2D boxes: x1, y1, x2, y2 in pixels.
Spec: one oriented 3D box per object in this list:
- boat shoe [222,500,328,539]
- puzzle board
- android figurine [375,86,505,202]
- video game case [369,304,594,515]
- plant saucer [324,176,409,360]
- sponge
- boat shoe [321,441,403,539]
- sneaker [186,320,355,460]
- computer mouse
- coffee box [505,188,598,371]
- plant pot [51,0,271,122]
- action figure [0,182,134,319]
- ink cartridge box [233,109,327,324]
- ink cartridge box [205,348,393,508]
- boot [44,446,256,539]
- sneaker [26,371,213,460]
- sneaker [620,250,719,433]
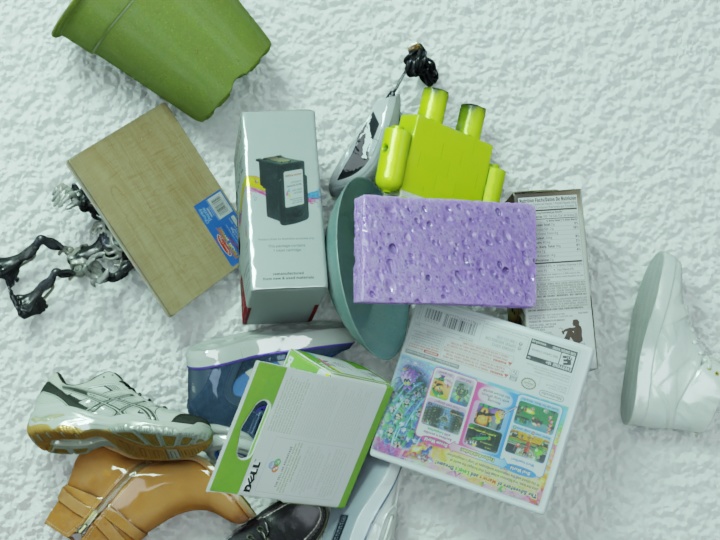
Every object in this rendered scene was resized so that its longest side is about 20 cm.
[{"bbox_3d":[-0.118,0.311,1.467,0.199,0.065,0.072,-33,84,-10],"label":"boat shoe"},{"bbox_3d":[-0.216,-0.068,1.495,0.151,0.017,0.201,-39,100,-40],"label":"puzzle board"},{"bbox_3d":[0.087,-0.098,1.524,0.181,0.041,0.201,19,81,-38],"label":"android figurine"},{"bbox_3d":[0.128,0.141,1.444,0.199,0.024,0.183,17,87,16],"label":"video game case"},{"bbox_3d":[0.000,0.000,1.477,0.038,0.201,0.202,-10,81,23],"label":"plant saucer"},{"bbox_3d":[0.090,-0.019,1.421,0.199,0.030,0.112,2,82,-19],"label":"sponge"},{"bbox_3d":[0.007,0.278,1.489,0.065,0.073,0.201,37,70,-31],"label":"boat shoe"},{"bbox_3d":[-0.094,0.140,1.501,0.199,0.081,0.147,-10,99,-19],"label":"sneaker"},{"bbox_3d":[0.031,-0.163,1.545,0.044,0.110,0.201,31,88,8],"label":"computer mouse"},{"bbox_3d":[0.208,0.018,1.517,0.079,0.113,0.201,-4,81,-4],"label":"coffee box"},{"bbox_3d":[-0.206,-0.270,1.506,0.190,0.200,0.200,42,80,-11],"label":"plant pot"},{"bbox_3d":[-0.303,-0.028,1.488,0.199,0.102,0.119,-30,73,-7],"label":"action figure"},{"bbox_3d":[-0.090,-0.056,1.473,0.082,0.146,0.201,-2,73,-9],"label":"ink cartridge box"},{"bbox_3d":[-0.079,0.160,1.415,0.199,0.076,0.149,17,98,-44],"label":"ink cartridge box"},{"bbox_3d":[-0.227,0.258,1.454,0.199,0.077,0.156,33,74,6],"label":"boot"},{"bbox_3d":[-0.251,0.146,1.436,0.199,0.076,0.088,5,55,4],"label":"sneaker"},{"bbox_3d":[0.370,0.085,1.546,0.115,0.074,0.201,10,90,-5],"label":"sneaker"}]
